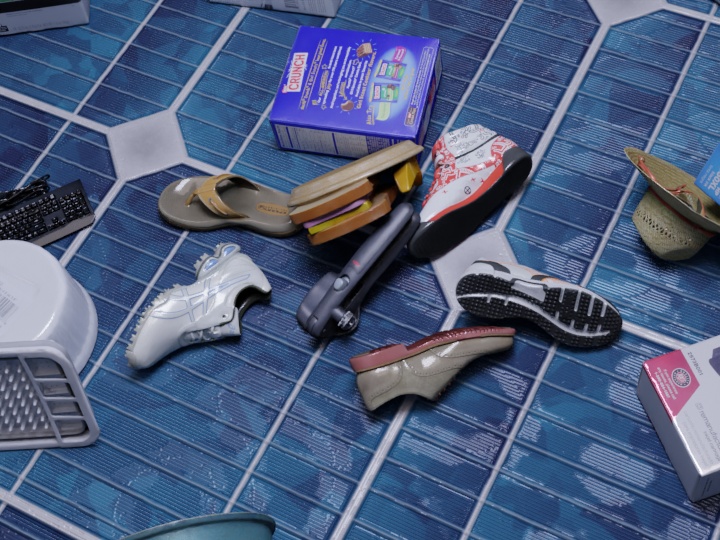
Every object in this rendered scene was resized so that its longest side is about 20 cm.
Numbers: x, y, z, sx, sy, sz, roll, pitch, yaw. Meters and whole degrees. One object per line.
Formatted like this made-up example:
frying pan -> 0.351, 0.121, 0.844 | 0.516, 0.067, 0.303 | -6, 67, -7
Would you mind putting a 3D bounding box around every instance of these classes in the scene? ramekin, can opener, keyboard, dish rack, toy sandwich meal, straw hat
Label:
ramekin -> -0.432, 0.060, 1.453 | 0.199, 0.098, 0.201 | -3, 58, 6
can opener -> 0.000, 0.000, 1.428 | 0.079, 0.063, 0.200 | 42, 95, 20
keyboard -> -0.458, -0.069, 1.571 | 0.199, 0.040, 0.104 | -25, 59, -9
dish rack -> -0.408, 0.139, 1.365 | 0.199, 0.172, 0.044 | -5, 45, 5
toy sandwich meal -> 0.000, -0.098, 1.474 | 0.204, 0.205, 0.071 | -24, 97, -8
straw hat -> 0.376, -0.060, 1.428 | 0.201, 0.201, 0.085 | 43, 113, 27

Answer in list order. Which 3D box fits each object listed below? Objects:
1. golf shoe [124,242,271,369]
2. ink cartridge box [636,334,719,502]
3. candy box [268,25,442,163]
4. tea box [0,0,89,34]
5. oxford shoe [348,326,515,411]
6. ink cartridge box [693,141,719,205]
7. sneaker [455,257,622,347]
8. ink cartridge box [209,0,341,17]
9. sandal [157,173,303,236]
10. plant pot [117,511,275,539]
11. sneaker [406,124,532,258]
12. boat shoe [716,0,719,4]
golf shoe -> -0.193, 0.057, 1.442 | 0.097, 0.078, 0.200 | 38, 70, 19
ink cartridge box -> 0.426, 0.144, 1.301 | 0.199, 0.084, 0.145 | -19, 59, -4
candy box -> -0.004, -0.236, 1.594 | 0.199, 0.077, 0.170 | 9, 61, 11
tea box -> -0.513, -0.457, 1.724 | 0.199, 0.197, 0.134 | -8, 58, 3
oxford shoe -> 0.089, 0.111, 1.388 | 0.199, 0.070, 0.075 | -13, 89, -7
ink cartridge box -> 0.517, -0.081, 1.394 | 0.144, 0.084, 0.200 | -13, 50, -42
sneaker -> 0.214, 0.028, 1.408 | 0.199, 0.074, 0.080 | 19, 26, 4
ink cartridge box -> -0.129, -0.450, 1.700 | 0.199, 0.147, 0.086 | 12, 62, 14
sandal -> -0.166, -0.091, 1.538 | 0.199, 0.054, 0.081 | 9, 60, 12
plant pot -> -0.160, 0.369, 1.185 | 0.199, 0.200, 0.197 | -15, 66, -2
sneaker -> 0.112, -0.105, 1.509 | 0.201, 0.067, 0.108 | -40, 53, -12
boat shoe -> 0.523, -0.412, 1.639 | 0.091, 0.071, 0.200 | -42, 61, -13
